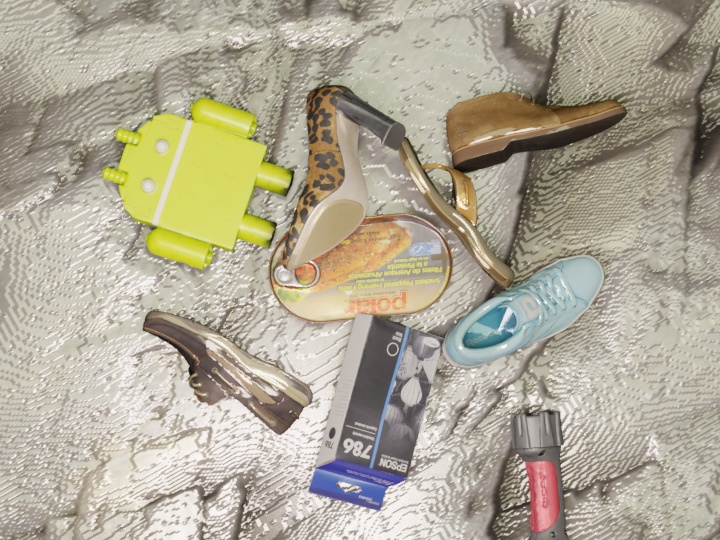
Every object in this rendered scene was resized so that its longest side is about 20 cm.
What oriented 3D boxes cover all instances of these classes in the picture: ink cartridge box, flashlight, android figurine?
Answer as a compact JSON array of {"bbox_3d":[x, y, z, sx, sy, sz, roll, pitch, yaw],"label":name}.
[{"bbox_3d":[0.018,0.153,1.668,0.099,0.039,0.200,18,84,-31],"label":"ink cartridge box"},{"bbox_3d":[0.191,0.251,1.671,0.068,0.068,0.200,-4,85,-8],"label":"flashlight"},{"bbox_3d":[-0.179,-0.097,1.706,0.200,0.041,0.182,20,83,-2],"label":"android figurine"}]

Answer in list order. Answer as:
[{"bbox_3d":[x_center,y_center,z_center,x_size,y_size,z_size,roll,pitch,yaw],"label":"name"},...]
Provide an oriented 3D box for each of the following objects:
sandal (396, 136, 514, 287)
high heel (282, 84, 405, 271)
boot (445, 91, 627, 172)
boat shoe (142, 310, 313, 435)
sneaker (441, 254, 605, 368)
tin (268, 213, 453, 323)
[{"bbox_3d":[0.109,-0.070,1.695,0.054,0.080,0.200,-40,93,5],"label":"sandal"},{"bbox_3d":[-0.051,-0.103,1.694,0.143,0.071,0.200,35,90,42],"label":"high heel"},{"bbox_3d":[0.191,-0.169,1.719,0.200,0.074,0.075,-13,75,-2],"label":"boot"},{"bbox_3d":[-0.149,0.110,1.668,0.200,0.074,0.073,29,83,2],"label":"boat shoe"},{"bbox_3d":[0.182,0.046,1.685,0.200,0.082,0.074,-33,87,-6],"label":"sneaker"},{"bbox_3d":[0.000,0.000,1.705,0.200,0.042,0.112,-5,80,-3],"label":"tin"}]
